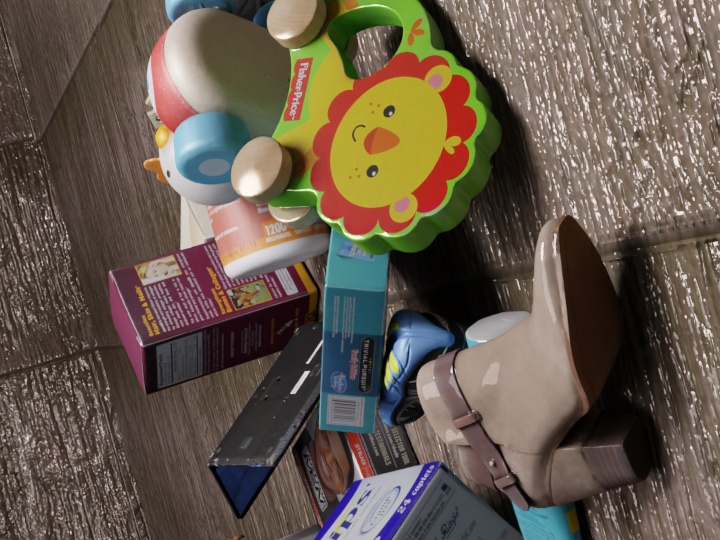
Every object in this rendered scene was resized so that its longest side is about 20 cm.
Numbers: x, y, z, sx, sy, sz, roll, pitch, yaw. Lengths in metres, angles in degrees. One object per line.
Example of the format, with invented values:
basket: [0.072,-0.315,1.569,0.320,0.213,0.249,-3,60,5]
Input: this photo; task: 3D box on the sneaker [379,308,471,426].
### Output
sneaker: [0.057,0.081,0.959,0.200,0.081,0.072,95,-179,-73]

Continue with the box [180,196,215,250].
box: [-0.156,-0.012,1.426,0.078,0.094,0.201,60,157,32]

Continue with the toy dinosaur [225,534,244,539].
toy dinosaur: [-0.112,0.446,1.667,0.136,0.085,0.202,-113,3,-48]

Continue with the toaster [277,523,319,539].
toaster: [-0.015,0.376,1.299,0.181,0.117,0.203,48,147,49]

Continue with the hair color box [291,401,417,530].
hair color box: [-0.011,0.188,1.234,0.201,0.060,0.103,118,133,-60]

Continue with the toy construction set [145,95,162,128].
toy construction set: [-0.157,-0.169,1.333,0.200,0.091,0.133,41,143,38]

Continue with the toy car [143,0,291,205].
toy car: [-0.133,-0.121,1.067,0.199,0.175,0.187,-36,52,41]

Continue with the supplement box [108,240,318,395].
supplement box: [-0.156,0.038,1.306,0.111,0.197,0.086,57,154,36]

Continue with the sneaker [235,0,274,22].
sneaker: [-0.103,-0.255,1.116,0.200,0.089,0.077,130,124,-64]

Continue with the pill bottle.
pill bottle: [-0.106,-0.102,1.200,0.112,0.111,0.203,-26,81,69]

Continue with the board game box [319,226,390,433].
board game box: [0.000,0.000,0.965,0.202,0.046,0.153,-84,-1,-47]

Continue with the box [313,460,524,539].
box: [0.015,0.268,1.007,0.105,0.185,0.200,41,155,-6]

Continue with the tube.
tube: [0.121,0.132,0.875,0.077,0.050,0.203,-152,45,-68]

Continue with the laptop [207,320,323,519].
laptop: [-0.060,0.150,1.215,0.103,0.178,0.199,45,151,-21]

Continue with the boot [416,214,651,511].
boot: [0.098,0.066,0.781,0.145,0.070,0.203,-4,112,41]

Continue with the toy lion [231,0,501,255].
toy lion: [0.011,-0.109,0.864,0.189,0.069,0.203,-1,68,32]
